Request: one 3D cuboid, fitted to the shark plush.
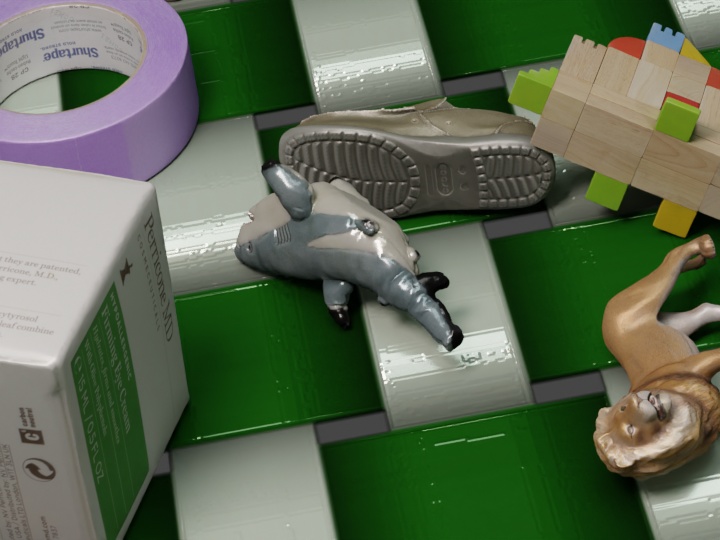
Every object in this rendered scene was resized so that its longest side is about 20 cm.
[{"bbox_3d":[0.000,0.000,1.662,0.200,0.084,0.091,31,11,23],"label":"shark plush"}]

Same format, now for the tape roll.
[{"bbox_3d":[-0.224,-0.137,1.836,0.199,0.066,0.201,-4,42,3],"label":"tape roll"}]

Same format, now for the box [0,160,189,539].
[{"bbox_3d":[-0.233,0.057,1.525,0.199,0.200,0.172,8,44,14],"label":"box"}]

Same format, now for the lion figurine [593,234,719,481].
[{"bbox_3d":[0.195,0.057,1.568,0.122,0.073,0.200,-21,28,4],"label":"lion figurine"}]

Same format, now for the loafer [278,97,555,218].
[{"bbox_3d":[0.041,-0.082,1.740,0.199,0.076,0.070,4,32,6],"label":"loafer"}]

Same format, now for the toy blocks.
[{"bbox_3d":[0.211,-0.116,1.714,0.199,0.100,0.137,22,39,3],"label":"toy blocks"}]
